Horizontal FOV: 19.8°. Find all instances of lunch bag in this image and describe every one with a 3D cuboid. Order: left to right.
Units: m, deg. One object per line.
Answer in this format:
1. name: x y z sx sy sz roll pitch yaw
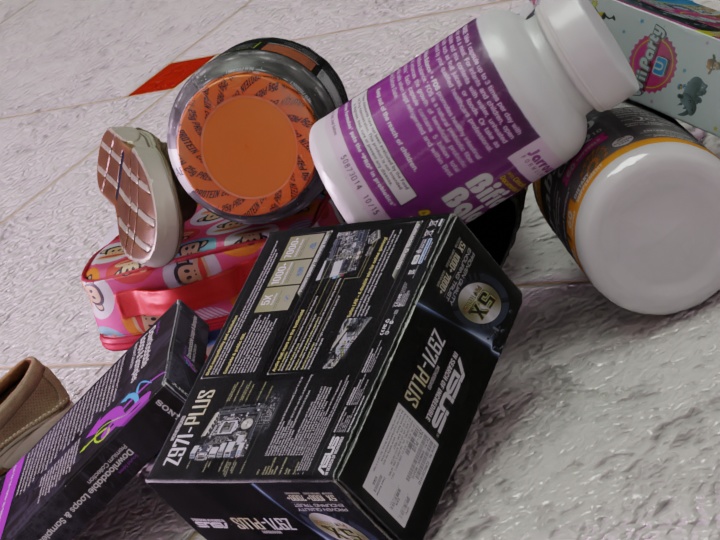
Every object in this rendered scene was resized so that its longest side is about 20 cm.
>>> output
1. lunch bag: -0.107 -0.004 1.566 0.200 0.082 0.176 -12 16 15

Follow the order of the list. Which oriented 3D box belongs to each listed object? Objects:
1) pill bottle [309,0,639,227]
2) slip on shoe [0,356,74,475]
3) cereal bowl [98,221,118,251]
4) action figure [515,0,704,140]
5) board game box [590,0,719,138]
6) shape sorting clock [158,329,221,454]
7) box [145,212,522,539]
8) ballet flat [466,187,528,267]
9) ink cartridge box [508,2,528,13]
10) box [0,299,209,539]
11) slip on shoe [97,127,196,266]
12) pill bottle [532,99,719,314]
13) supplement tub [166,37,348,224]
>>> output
1. pill bottle: 0.076 -0.099 1.340 0.200 0.112 0.112 -32 19 15
2. slip on shoe: -0.307 0.140 1.558 0.200 0.061 0.076 -34 23 -21
3. cereal bowl: -0.140 -0.036 1.757 0.200 0.083 0.200 -21 21 9
4. action figure: 0.171 -0.146 1.519 0.149 0.200 0.134 -6 49 14
5. board game box: 0.253 -0.135 1.409 0.147 0.064 0.200 -1 21 -46
6. shape sorting clock: -0.117 0.076 1.528 0.200 0.039 0.200 -22 22 9
7. box: -0.014 0.072 1.277 0.164 0.086 0.200 -6 48 41
8. ballet flat: 0.076 0.000 1.395 0.057 0.066 0.200 0 60 50
9. ink cartridge box: 0.192 -0.205 1.801 0.200 0.067 0.117 -21 21 11
10. box: -0.181 0.122 1.397 0.200 0.036 0.143 -46 16 16
11. slip on shoe: -0.148 -0.056 1.525 0.061 0.076 0.200 7 14 -19
12. pill bottle: 0.180 -0.055 1.395 0.116 0.116 0.200 -25 21 0
13. supplement tub: -0.071 -0.101 1.476 0.122 0.123 0.200 -23 8 7
